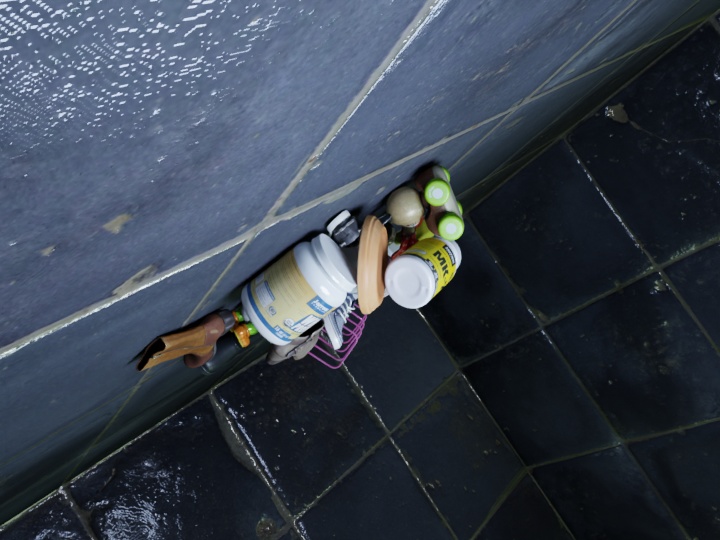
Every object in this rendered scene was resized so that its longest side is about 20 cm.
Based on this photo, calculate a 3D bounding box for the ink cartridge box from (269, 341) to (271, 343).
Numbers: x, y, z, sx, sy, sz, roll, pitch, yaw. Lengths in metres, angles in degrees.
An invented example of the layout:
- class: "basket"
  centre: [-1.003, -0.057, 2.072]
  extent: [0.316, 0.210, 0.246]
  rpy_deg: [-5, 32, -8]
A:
- class: "ink cartridge box"
  centre: [-0.155, 0.111, 1.609]
  extent: [0.147, 0.083, 0.200]
  rpy_deg: [-57, -177, 16]

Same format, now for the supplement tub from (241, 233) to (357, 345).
- class: "supplement tub"
  centre: [-0.118, 0.036, 1.206]
  extent: [0.199, 0.145, 0.145]
  rpy_deg: [-36, 175, 14]

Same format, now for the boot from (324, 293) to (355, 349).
- class: "boot"
  centre: [-0.050, 0.092, 1.448]
  extent: [0.089, 0.201, 0.073]
  rpy_deg: [-19, 135, -3]

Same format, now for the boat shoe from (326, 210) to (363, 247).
- class: "boat shoe"
  centre: [-0.024, -0.076, 1.271]
  extent: [0.074, 0.060, 0.200]
  rpy_deg: [-40, 177, -3]

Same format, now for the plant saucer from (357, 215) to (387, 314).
- class: "plant saucer"
  centre: [0.028, -0.011, 1.259]
  extent: [0.037, 0.203, 0.200]
  rpy_deg: [3, -178, 10]

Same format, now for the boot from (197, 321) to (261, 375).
- class: "boot"
  centre: [-0.317, 0.175, 1.581]
  extent: [0.167, 0.077, 0.200]
  rpy_deg: [-33, -176, 24]

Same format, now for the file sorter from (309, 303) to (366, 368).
- class: "file sorter"
  centre: [-0.064, 0.152, 1.691]
  extent: [0.140, 0.125, 0.200]
  rpy_deg: [-55, -175, 25]

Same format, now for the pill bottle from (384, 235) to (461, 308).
- class: "pill bottle"
  centre: [0.142, -0.005, 1.342]
  extent: [0.114, 0.115, 0.200]
  rpy_deg: [-38, 178, 35]

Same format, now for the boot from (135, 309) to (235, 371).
- class: "boot"
  centre: [-0.366, 0.169, 1.251]
  extent: [0.188, 0.069, 0.199]
  rpy_deg: [-38, 174, 34]

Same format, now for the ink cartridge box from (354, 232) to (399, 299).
- class: "ink cartridge box"
  centre: [0.037, -0.008, 1.687]
  extent: [0.199, 0.083, 0.146]
  rpy_deg: [-37, 178, 26]

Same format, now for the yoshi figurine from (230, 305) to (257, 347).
- class: "yoshi figurine"
  centre: [-0.212, 0.093, 1.432]
  extent: [0.199, 0.113, 0.112]
  rpy_deg: [-36, -168, -15]

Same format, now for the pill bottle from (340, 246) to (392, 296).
- class: "pill bottle"
  centre: [0.000, 0.000, 1.427]
  extent: [0.114, 0.115, 0.199]
  rpy_deg: [-36, 158, 18]

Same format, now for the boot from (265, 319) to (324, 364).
- class: "boot"
  centre: [-0.127, 0.146, 1.393]
  extent: [0.146, 0.070, 0.200]
  rpy_deg: [-43, 173, 38]

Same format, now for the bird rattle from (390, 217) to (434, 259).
- class: "bird rattle"
  centre: [0.114, -0.106, 1.510]
  extent: [0.111, 0.165, 0.200]
  rpy_deg: [5, -166, 14]

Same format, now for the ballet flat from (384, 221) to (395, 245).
- class: "ballet flat"
  centre: [0.049, -0.081, 1.479]
  extent: [0.067, 0.057, 0.200]
  rpy_deg: [-47, -165, -6]

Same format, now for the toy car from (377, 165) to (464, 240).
- class: "toy car"
  centre: [0.117, -0.126, 1.361]
  extent: [0.198, 0.159, 0.165]
  rpy_deg: [-20, -164, 15]
